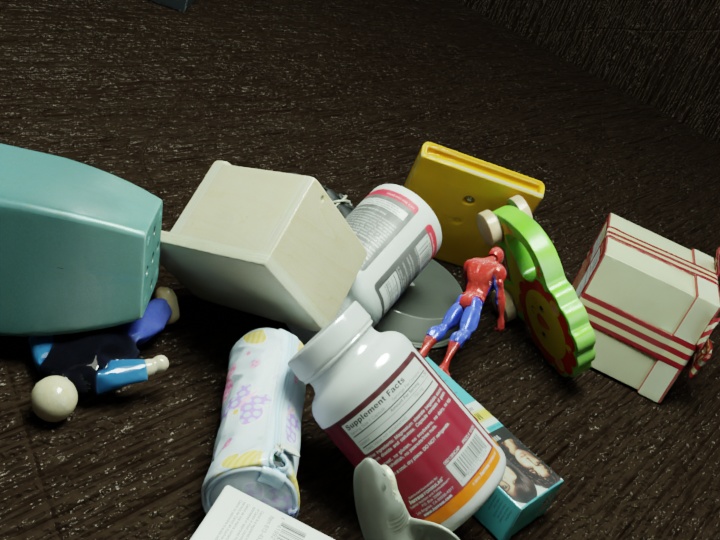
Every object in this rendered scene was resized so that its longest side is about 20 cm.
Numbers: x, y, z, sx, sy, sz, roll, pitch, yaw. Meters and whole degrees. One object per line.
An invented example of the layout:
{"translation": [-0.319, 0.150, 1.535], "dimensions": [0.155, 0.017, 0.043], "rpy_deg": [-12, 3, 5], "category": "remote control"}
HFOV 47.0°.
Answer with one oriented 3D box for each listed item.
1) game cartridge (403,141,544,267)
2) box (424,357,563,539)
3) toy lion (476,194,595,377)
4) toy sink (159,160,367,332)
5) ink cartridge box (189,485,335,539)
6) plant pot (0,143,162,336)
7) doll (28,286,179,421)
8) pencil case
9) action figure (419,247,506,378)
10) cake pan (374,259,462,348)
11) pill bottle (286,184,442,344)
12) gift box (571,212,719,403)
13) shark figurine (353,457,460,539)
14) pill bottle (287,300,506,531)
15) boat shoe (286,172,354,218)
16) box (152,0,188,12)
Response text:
{"translation": [0.137, -0.081, 1.157], "dimensions": [0.174, 0.201, 0.033], "rpy_deg": [18, 57, -6], "category": "game cartridge"}
{"translation": [0.105, 0.178, 0.853], "dimensions": [0.082, 0.050, 0.200], "rpy_deg": [-13, 44, -45], "category": "box"}
{"translation": [0.230, 0.030, 1.051], "dimensions": [0.068, 0.202, 0.192], "rpy_deg": [-23, 32, -10], "category": "toy lion"}
{"translation": [-0.114, -0.032, 0.872], "dimensions": [0.198, 0.131, 0.113], "rpy_deg": [11, 63, 36], "category": "toy sink"}
{"translation": [-0.045, 0.264, 0.575], "dimensions": [0.197, 0.085, 0.145], "rpy_deg": [24, 29, 7], "category": "ink cartridge box"}
{"translation": [-0.294, -0.025, 0.784], "dimensions": [0.196, 0.143, 0.142], "rpy_deg": [7, 25, -7], "category": "plant pot"}
{"translation": [-0.243, 0.074, 0.789], "dimensions": [0.134, 0.049, 0.200], "rpy_deg": [17, 29, 10], "category": "doll"}
{"translation": [-0.090, 0.138, 0.747], "dimensions": [0.082, 0.092, 0.201], "rpy_deg": [15, 29, -10], "category": "pencil case"}
{"translation": [0.134, 0.064, 1.007], "dimensions": [0.064, 0.100, 0.201], "rpy_deg": [12, 57, 34], "category": "action figure"}
{"translation": [0.051, 0.024, 1.084], "dimensions": [0.197, 0.037, 0.201], "rpy_deg": [16, 30, -10], "category": "cake pan"}
{"translation": [0.000, 0.000, 0.961], "dimensions": [0.110, 0.112, 0.200], "rpy_deg": [32, 57, 18], "category": "pill bottle"}
{"translation": [0.390, 0.043, 1.124], "dimensions": [0.185, 0.202, 0.185], "rpy_deg": [26, 34, 6], "category": "gift box"}
{"translation": [0.047, 0.262, 0.677], "dimensions": [0.215, 0.128, 0.089], "rpy_deg": [46, 59, 7], "category": "shark figurine"}
{"translation": [0.029, 0.131, 0.746], "dimensions": [0.201, 0.113, 0.113], "rpy_deg": [49, 32, 0], "category": "pill bottle"}
{"translation": [-0.044, -0.081, 1.124], "dimensions": [0.073, 0.061, 0.199], "rpy_deg": [-12, 28, -37], "category": "boat shoe"}
{"translation": [-0.430, -0.658, 1.848], "dimensions": [0.139, 0.080, 0.201], "rpy_deg": [20, 29, -9], "category": "box"}
